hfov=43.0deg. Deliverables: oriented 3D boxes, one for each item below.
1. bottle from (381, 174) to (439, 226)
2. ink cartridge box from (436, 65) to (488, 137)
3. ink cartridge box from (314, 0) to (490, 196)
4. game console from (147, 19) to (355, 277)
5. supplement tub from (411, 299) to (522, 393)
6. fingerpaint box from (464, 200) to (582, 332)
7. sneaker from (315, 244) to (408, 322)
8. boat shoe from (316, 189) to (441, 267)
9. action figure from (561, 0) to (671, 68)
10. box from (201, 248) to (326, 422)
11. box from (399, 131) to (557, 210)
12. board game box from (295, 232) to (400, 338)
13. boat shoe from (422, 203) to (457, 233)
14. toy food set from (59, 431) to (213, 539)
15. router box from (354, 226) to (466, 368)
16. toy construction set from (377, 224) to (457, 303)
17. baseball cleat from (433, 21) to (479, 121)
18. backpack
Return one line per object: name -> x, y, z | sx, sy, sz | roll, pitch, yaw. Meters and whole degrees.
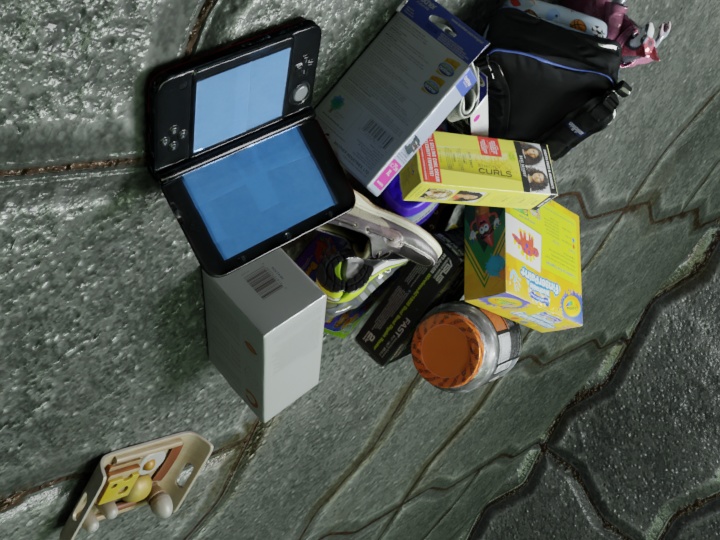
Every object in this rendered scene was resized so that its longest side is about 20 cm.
bottle -> 0.067, -0.095, 1.205 | 0.083, 0.065, 0.200 | -42, 173, -4
ink cartridge box -> 0.119, -0.197, 1.147 | 0.037, 0.095, 0.201 | -38, 154, -14
ink cartridge box -> 0.040, -0.194, 0.998 | 0.201, 0.119, 0.042 | -50, 152, 7
game console -> -0.095, -0.122, 0.894 | 0.199, 0.119, 0.174 | -30, 151, -33
supplement tub -> 0.146, 0.102, 1.267 | 0.123, 0.122, 0.199 | -53, 162, 15
fingerpaint box -> 0.225, -0.020, 1.260 | 0.073, 0.169, 0.199 | -13, 157, 40
sneaker -> 0.000, 0.000, 1.184 | 0.199, 0.074, 0.081 | -30, 159, -45
boat shoe -> 0.011, -0.044, 1.124 | 0.199, 0.072, 0.066 | 28, 71, -26
action figure -> 0.317, -0.313, 1.187 | 0.148, 0.201, 0.134 | -37, 126, 14
box -> -0.120, 0.073, 1.136 | 0.097, 0.124, 0.201 | -32, 152, -27
box -> 0.140, -0.120, 1.100 | 0.197, 0.076, 0.050 | 3, 158, -26
board game box -> -0.033, 0.019, 1.288 | 0.135, 0.045, 0.200 | -49, 155, 6
boat shoe -> 0.128, -0.117, 1.315 | 0.070, 0.070, 0.201 | -13, 138, -49
toy food set -> -0.307, 0.308, 1.266 | 0.199, 0.060, 0.144 | -6, 134, -55
router box -> 0.094, 0.034, 1.307 | 0.201, 0.062, 0.149 | -55, 163, 22
toy construction set -> 0.093, 0.018, 1.447 | 0.131, 0.092, 0.202 | -1, 119, -58
baseball cleat -> 0.076, -0.187, 1.081 | 0.069, 0.106, 0.201 | -31, 154, -39
backpack -> 0.220, -0.235, 1.155 | 0.191, 0.197, 0.156 | 109, 1, -58
